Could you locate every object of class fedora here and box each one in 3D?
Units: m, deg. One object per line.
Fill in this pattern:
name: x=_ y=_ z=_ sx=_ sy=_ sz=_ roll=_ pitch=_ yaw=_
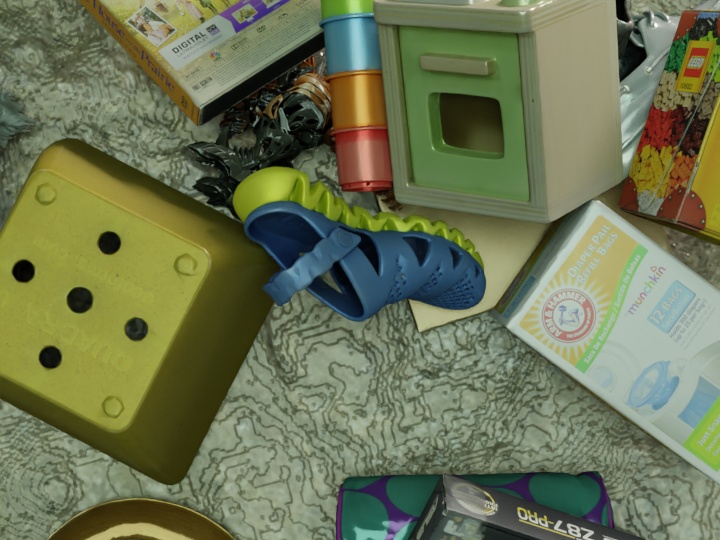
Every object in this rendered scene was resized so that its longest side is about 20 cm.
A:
fedora: x=-0.157 y=0.263 z=1.208 sx=0.200 sy=0.082 sz=0.201 roll=0 pitch=87 yaw=1

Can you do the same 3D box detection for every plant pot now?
plant pot: x=-0.180 y=0.024 z=1.178 sx=0.200 sy=0.176 sz=0.200 roll=27 pitch=87 yaw=2

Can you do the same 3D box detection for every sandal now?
sandal: x=0.000 y=0.000 z=1.173 sx=0.200 sy=0.079 sz=0.087 roll=15 pitch=56 yaw=-26

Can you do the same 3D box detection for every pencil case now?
pencil case: x=0.083 y=0.192 z=1.209 sx=0.199 sy=0.085 sz=0.093 roll=-3 pitch=73 yaw=1

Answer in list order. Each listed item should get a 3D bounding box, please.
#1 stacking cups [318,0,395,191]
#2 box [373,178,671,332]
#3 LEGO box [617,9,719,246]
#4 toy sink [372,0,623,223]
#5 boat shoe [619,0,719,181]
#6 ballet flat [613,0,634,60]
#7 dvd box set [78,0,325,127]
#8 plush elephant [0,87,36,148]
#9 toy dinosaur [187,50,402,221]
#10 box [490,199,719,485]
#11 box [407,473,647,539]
stacking cups: x=0.002 y=-0.157 z=1.181 sx=0.060 sy=0.061 sz=0.201 roll=-6 pitch=87 yaw=1
box: x=0.113 y=-0.059 z=1.255 sx=0.199 sy=0.021 sz=0.164 roll=-17 pitch=86 yaw=0
LEGO box: x=0.302 y=-0.080 z=1.183 sx=0.200 sy=0.077 sz=0.149 roll=18 pitch=92 yaw=-23
toy sink: x=0.091 y=-0.146 z=1.136 sx=0.130 sy=0.112 sz=0.201 roll=11 pitch=115 yaw=37
boat shoe: x=0.215 y=-0.151 z=1.220 sx=0.071 sy=0.070 sz=0.201 roll=43 pitch=76 yaw=-10
ballet flat: x=0.180 y=-0.228 z=1.216 sx=0.066 sy=0.057 sz=0.200 roll=22 pitch=54 yaw=-25
dvd box set: x=-0.126 y=-0.212 z=1.219 sx=0.146 sy=0.029 sz=0.200 roll=-37 pitch=74 yaw=-28
plush elephant: x=-0.349 y=-0.084 z=1.207 sx=0.155 sy=0.200 sz=0.165 roll=-36 pitch=72 yaw=21
toy dinosaur: x=-0.057 y=-0.109 z=1.228 sx=0.200 sy=0.102 sz=0.136 roll=28 pitch=70 yaw=29
box: x=0.205 y=0.049 z=1.193 sx=0.200 sy=0.101 sz=0.113 roll=37 pitch=92 yaw=-4
box: x=0.091 y=0.249 z=1.166 sx=0.161 sy=0.049 sz=0.200 roll=21 pitch=117 yaw=-9
